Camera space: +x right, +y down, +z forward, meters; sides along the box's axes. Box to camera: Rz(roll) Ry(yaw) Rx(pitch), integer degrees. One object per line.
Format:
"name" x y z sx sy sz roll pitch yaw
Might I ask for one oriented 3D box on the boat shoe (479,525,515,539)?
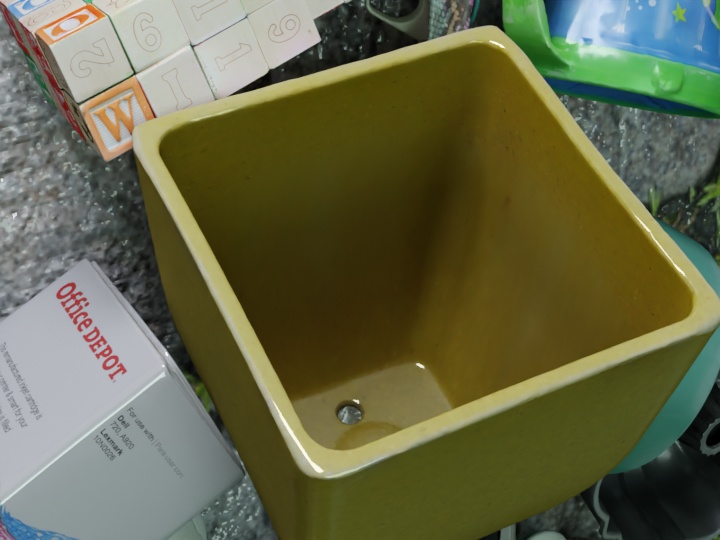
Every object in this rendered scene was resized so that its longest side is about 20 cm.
"boat shoe" 0.062 0.220 0.852 0.059 0.074 0.203 8 103 9

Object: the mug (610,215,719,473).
"mug" 0.113 0.043 0.798 0.113 0.152 0.187 24 99 -29

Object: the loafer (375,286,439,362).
"loafer" 0.000 0.000 0.777 0.071 0.073 0.202 -21 114 -7

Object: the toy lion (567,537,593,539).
"toy lion" 0.175 0.284 0.896 0.068 0.192 0.202 11 109 -16

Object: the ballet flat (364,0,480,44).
"ballet flat" 0.035 -0.131 0.744 0.070 0.069 0.203 3 105 -9

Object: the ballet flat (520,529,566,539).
"ballet flat" 0.111 0.273 0.897 0.069 0.069 0.203 9 106 -30

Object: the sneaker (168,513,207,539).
"sneaker" -0.117 0.211 0.788 0.076 0.081 0.203 -7 112 -23

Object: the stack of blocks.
"stack of blocks" -0.064 -0.140 0.652 0.199 0.115 0.059 -31 122 -14

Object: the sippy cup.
"sippy cup" 0.150 -0.161 0.754 0.138 0.178 0.132 11 96 8

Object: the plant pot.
"plant pot" 0.016 0.041 0.642 0.192 0.197 0.201 -18 145 -20

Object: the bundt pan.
"bundt pan" 0.215 0.087 0.902 0.200 0.076 0.204 -17 129 -22

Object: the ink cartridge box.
"ink cartridge box" -0.175 0.105 0.675 0.199 0.145 0.084 -38 123 -9
